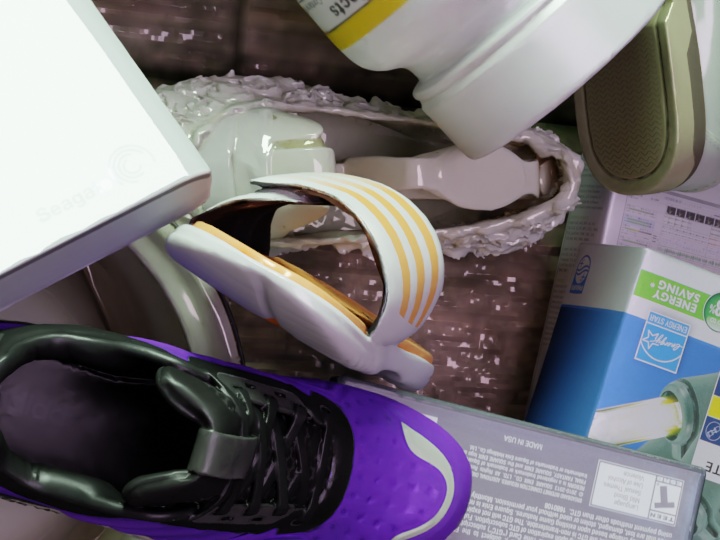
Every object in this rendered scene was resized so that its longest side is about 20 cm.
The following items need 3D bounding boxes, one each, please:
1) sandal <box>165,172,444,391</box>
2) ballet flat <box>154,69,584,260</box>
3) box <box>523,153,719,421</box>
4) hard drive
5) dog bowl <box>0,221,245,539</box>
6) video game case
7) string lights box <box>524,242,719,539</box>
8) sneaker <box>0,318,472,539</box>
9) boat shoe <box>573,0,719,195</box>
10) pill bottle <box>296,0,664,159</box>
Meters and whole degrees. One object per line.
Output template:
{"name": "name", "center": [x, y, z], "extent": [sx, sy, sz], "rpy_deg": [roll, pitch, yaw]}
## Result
{"name": "sandal", "center": [-0.007, -0.004, 0.872], "extent": [0.079, 0.207, 0.059], "rpy_deg": [32, 91, 13]}
{"name": "ballet flat", "center": [-0.005, -0.039, 0.936], "extent": [0.200, 0.072, 0.072], "rpy_deg": [-1, 93, -24]}
{"name": "box", "center": [0.146, 0.020, 1.026], "extent": [0.144, 0.036, 0.200], "rpy_deg": [14, 88, -25]}
{"name": "hard drive", "center": [-0.157, -0.075, 0.825], "extent": [0.132, 0.026, 0.200], "rpy_deg": [-28, 69, -21]}
{"name": "dog bowl", "center": [-0.143, 0.051, 0.872], "extent": [0.200, 0.074, 0.201], "rpy_deg": [-2, 94, -24]}
{"name": "video game case", "center": [0.035, 0.151, 0.890], "extent": [0.143, 0.019, 0.200], "rpy_deg": [15, 83, -12]}
{"name": "string lights box", "center": [0.108, 0.100, 0.960], "extent": [0.103, 0.059, 0.200], "rpy_deg": [19, 85, -21]}
{"name": "sneaker", "center": [-0.048, 0.061, 0.813], "extent": [0.200, 0.099, 0.070], "rpy_deg": [12, 83, -19]}
{"name": "boat shoe", "center": [0.120, -0.130, 0.957], "extent": [0.068, 0.075, 0.201], "rpy_deg": [-5, 99, -42]}
{"name": "pill bottle", "center": [0.010, -0.144, 0.890], "extent": [0.114, 0.114, 0.200], "rpy_deg": [-44, 98, -16]}
